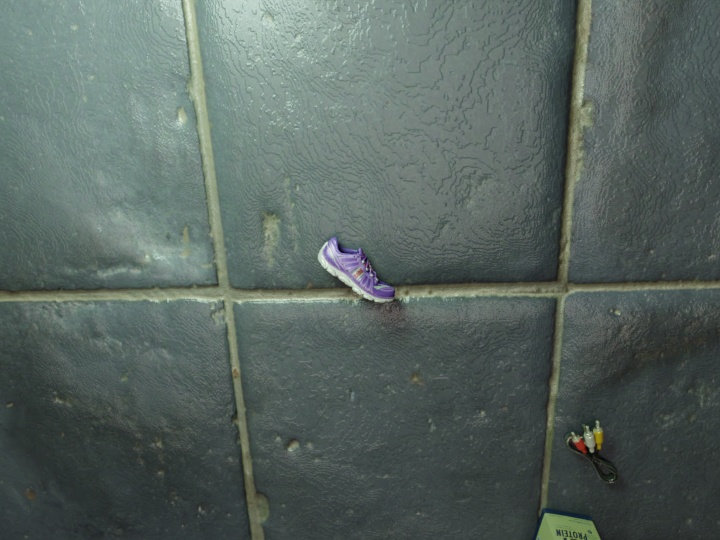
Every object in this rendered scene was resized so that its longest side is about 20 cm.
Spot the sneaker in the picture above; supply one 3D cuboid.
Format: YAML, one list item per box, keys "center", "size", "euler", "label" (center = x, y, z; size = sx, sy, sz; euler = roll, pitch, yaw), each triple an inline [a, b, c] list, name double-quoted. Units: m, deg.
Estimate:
- center: [0.000, 0.000, 1.225]
  size: [0.198, 0.081, 0.084]
  euler: [34, 102, -8]
  label: "sneaker"

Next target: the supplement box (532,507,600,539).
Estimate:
- center: [0.521, 0.759, 1.388]
  size: [0.130, 0.201, 0.206]
  euler: [9, 110, -1]
  label: "supplement box"

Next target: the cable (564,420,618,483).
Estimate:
- center: [0.572, 0.460, 1.363]
  size: [0.095, 0.050, 0.203]
  euler: [-25, 105, 12]
  label: "cable"
